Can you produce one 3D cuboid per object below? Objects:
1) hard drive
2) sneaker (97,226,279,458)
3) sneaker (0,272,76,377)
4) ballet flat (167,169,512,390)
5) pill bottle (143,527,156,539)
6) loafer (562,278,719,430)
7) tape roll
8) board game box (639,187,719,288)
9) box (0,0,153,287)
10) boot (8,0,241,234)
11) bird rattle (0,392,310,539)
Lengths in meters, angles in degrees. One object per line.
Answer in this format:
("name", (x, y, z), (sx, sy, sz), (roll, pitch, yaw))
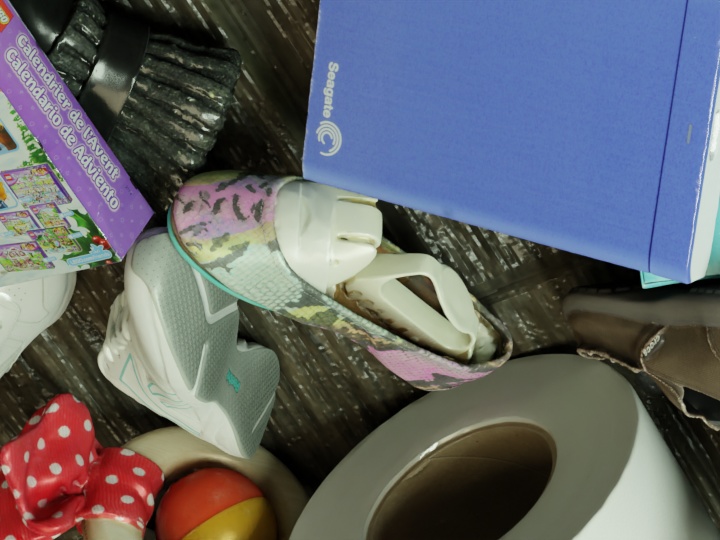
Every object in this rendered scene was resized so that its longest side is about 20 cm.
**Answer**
("hard drive", (0.069, -0.083, 1.158), (0.199, 0.025, 0.133), (16, 109, 29))
("sneaker", (-0.098, 0.036, 1.294), (0.080, 0.071, 0.200), (14, 157, 15))
("sneaker", (-0.209, 0.043, 1.346), (0.075, 0.100, 0.200), (30, 126, -5))
("ballet flat", (0.000, 0.000, 1.247), (0.071, 0.069, 0.200), (-17, 143, 41))
("pill bottle", (-0.051, 0.224, 1.427), (0.199, 0.114, 0.114), (25, 128, -4))
("loafer", (0.150, 0.039, 1.200), (0.073, 0.200, 0.071), (-8, 93, -17))
("tape roll", (0.080, 0.158, 1.289), (0.202, 0.203, 0.139), (-20, 119, 27))
("board game box", (0.213, -0.080, 1.138), (0.199, 0.047, 0.152), (-6, 97, 19))
("box", (-0.212, -0.051, 1.238), (0.199, 0.039, 0.137), (-11, 125, 37))
("boot", (-0.128, -0.119, 1.215), (0.157, 0.080, 0.212), (24, 139, 6))
("bird rattle", (-0.100, 0.143, 1.358), (0.200, 0.163, 0.113), (48, 137, 28))
